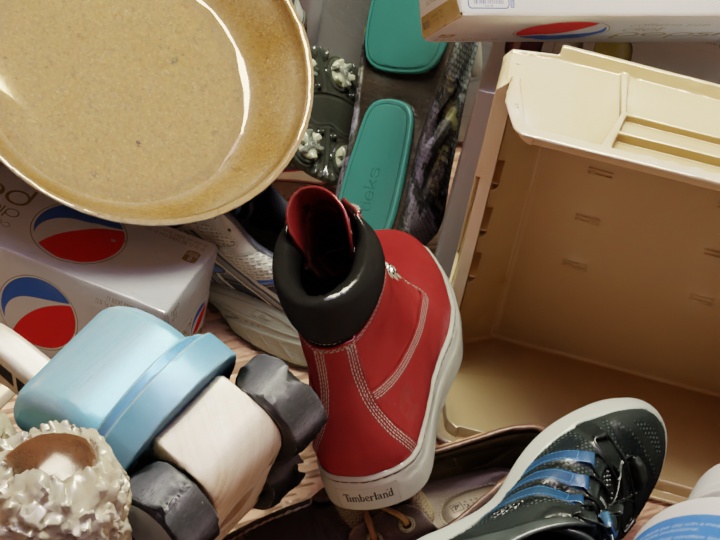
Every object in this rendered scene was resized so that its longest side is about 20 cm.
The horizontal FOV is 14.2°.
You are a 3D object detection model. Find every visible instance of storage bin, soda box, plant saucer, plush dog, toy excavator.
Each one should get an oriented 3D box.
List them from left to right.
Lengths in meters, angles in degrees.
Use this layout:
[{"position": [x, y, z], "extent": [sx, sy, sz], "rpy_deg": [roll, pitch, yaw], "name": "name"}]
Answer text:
[{"position": [-0.190, 0.157, 1.272], "extent": [0.172, 0.161, 0.200], "rpy_deg": [-33, 26, -25], "name": "plush dog"}, {"position": [-0.180, -0.007, 1.506], "extent": [0.200, 0.064, 0.068], "rpy_deg": [21, 39, 11], "name": "soda box"}, {"position": [-0.131, 0.063, 1.360], "extent": [0.200, 0.195, 0.100], "rpy_deg": [42, 64, 9], "name": "toy excavator"}, {"position": [-0.124, -0.106, 1.494], "extent": [0.200, 0.035, 0.201], "rpy_deg": [9, 62, -17], "name": "plant saucer"}, {"position": [0.133, -0.155, 1.494], "extent": [0.199, 0.068, 0.064], "rpy_deg": [-1, 83, -16], "name": "soda box"}, {"position": [0.146, 0.006, 1.468], "extent": [0.198, 0.200, 0.094], "rpy_deg": [14, 37, 3], "name": "storage bin"}]

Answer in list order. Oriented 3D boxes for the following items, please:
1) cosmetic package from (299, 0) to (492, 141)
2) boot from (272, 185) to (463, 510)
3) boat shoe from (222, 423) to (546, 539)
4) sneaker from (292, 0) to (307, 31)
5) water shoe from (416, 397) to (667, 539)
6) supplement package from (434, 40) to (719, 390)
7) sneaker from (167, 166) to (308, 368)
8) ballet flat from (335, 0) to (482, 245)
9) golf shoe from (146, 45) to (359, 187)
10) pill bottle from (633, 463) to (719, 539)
[{"position": [0.071, -0.185, 1.683], "extent": [0.199, 0.200, 0.123], "rpy_deg": [4, 41, -9], "name": "cosmetic package"}, {"position": [0.000, 0.000, 1.389], "extent": [0.072, 0.145, 0.200], "rpy_deg": [-10, 30, 9], "name": "boot"}, {"position": [0.010, 0.117, 1.397], "extent": [0.200, 0.072, 0.072], "rpy_deg": [-12, 44, -27], "name": "boat shoe"}, {"position": [-0.127, -0.149, 1.654], "extent": [0.199, 0.089, 0.074], "rpy_deg": [14, 77, 13], "name": "sneaker"}, {"position": [0.097, 0.130, 1.372], "extent": [0.079, 0.072, 0.200], "rpy_deg": [6, 34, 47], "name": "water shoe"}, {"position": [0.152, -0.041, 1.563], "extent": [0.199, 0.156, 0.111], "rpy_deg": [15, 39, 3], "name": "supplement package"}, {"position": [-0.082, -0.027, 1.540], "extent": [0.200, 0.085, 0.077], "rpy_deg": [20, 39, 11], "name": "sneaker"}, {"position": [0.033, -0.100, 1.600], "extent": [0.072, 0.201, 0.072], "rpy_deg": [13, 1, 0], "name": "ballet flat"}, {"position": [-0.066, -0.085, 1.617], "extent": [0.200, 0.088, 0.077], "rpy_deg": [9, 72, -43], "name": "golf shoe"}, {"position": [0.162, 0.175, 1.335], "extent": [0.112, 0.112, 0.200], "rpy_deg": [22, 40, 12], "name": "pill bottle"}]
